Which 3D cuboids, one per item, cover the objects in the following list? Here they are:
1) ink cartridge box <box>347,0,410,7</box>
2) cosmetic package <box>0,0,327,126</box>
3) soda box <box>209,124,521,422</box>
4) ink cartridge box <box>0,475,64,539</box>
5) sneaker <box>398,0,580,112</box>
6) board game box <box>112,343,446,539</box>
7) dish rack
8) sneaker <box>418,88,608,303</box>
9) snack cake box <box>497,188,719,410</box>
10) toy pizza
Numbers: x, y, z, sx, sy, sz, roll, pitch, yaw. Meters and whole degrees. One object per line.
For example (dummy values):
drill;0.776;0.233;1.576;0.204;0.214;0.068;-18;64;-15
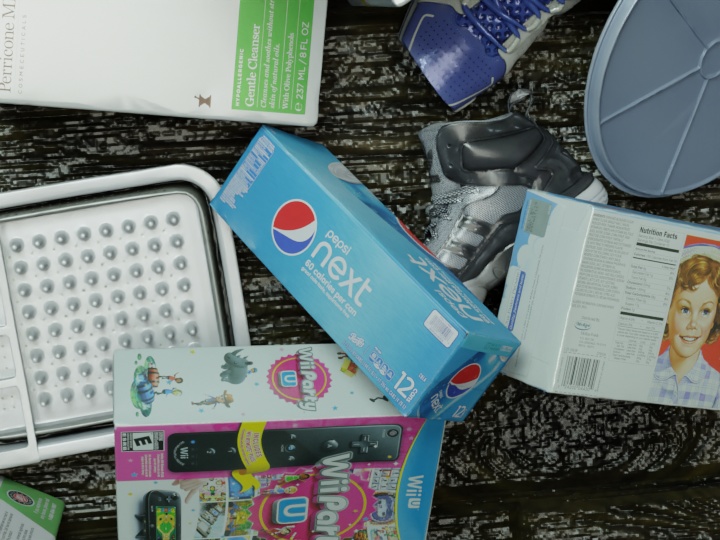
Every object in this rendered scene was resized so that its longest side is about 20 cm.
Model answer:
ink cartridge box;0.028;-0.252;0.933;0.146;0.200;0.147;-33;102;-1
cosmetic package;-0.126;-0.149;0.978;0.198;0.085;0.109;1;101;-16
soda box;0.000;0.000;0.965;0.200;0.068;0.064;47;109;30
ink cartridge box;-0.292;0.162;0.984;0.198;0.145;0.085;24;97;-9
sneaker;0.111;-0.190;0.995;0.199;0.115;0.081;-43;99;1
board game box;-0.054;0.119;1.009;0.198;0.065;0.148;-3;133;-9
dish rack;-0.174;0.027;1.030;0.198;0.044;0.174;-10;98;-5
sneaker;0.054;-0.031;1.035;0.199;0.075;0.114;-36;100;-6
snack cake box;0.186;0.023;1.019;0.198;0.067;0.116;9;96;-34
toy pizza;0.214;-0.139;1.015;0.199;0.032;0.202;-21;131;-26
